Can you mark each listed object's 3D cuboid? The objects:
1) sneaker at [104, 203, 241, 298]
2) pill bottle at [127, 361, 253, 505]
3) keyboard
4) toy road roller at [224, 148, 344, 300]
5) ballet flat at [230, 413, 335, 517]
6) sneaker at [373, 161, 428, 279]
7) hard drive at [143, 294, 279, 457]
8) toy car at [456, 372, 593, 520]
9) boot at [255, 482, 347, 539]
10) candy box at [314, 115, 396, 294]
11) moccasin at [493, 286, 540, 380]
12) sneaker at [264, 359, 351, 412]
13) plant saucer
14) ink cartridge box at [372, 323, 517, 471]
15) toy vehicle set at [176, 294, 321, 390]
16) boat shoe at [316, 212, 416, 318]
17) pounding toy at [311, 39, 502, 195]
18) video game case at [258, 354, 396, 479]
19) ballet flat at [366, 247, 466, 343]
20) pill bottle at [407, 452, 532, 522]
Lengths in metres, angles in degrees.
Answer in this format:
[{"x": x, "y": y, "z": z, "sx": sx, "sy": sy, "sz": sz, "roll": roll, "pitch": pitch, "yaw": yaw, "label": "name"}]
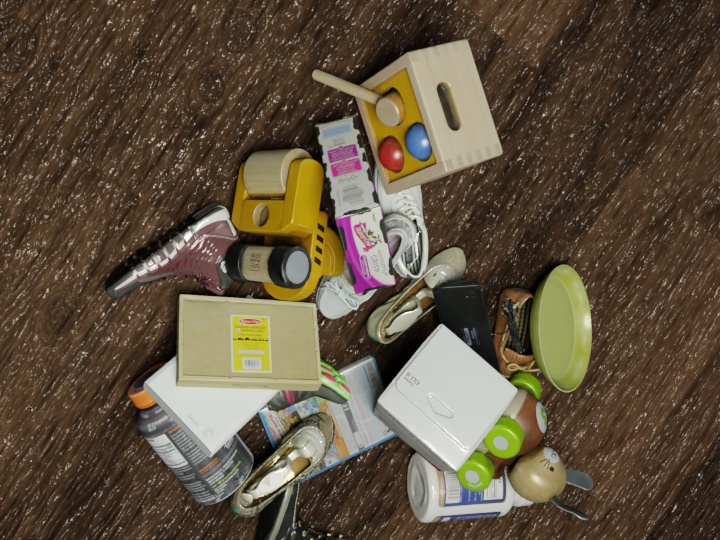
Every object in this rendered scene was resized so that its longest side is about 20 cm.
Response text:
[{"x": -0.245, "y": 0.006, "z": 1.074, "sx": 0.199, "sy": 0.076, "sz": 0.116, "roll": -35, "pitch": 113, "yaw": -7, "label": "sneaker"}, {"x": -0.247, "y": 0.229, "z": 1.108, "sx": 0.106, "sy": 0.106, "sz": 0.201, "roll": -34, "pitch": 110, "yaw": -7, "label": "pill bottle"}, {"x": 0.190, "y": 0.095, "z": 1.186, "sx": 0.125, "sy": 0.021, "sz": 0.202, "roll": -4, "pitch": 127, "yaw": 21, "label": "keyboard"}, {"x": -0.093, "y": -0.059, "z": 1.079, "sx": 0.145, "sy": 0.122, "sz": 0.203, "roll": 9, "pitch": 87, "yaw": -50, "label": "toy road roller"}, {"x": -0.106, "y": 0.286, "z": 1.135, "sx": 0.199, "sy": 0.075, "sz": 0.068, "roll": -39, "pitch": 87, "yaw": -22, "label": "ballet flat"}, {"x": 0.069, "y": -0.084, "z": 1.148, "sx": 0.072, "sy": 0.071, "sz": 0.203, "roll": -17, "pitch": 105, "yaw": -12, "label": "sneaker"}, {"x": -0.181, "y": 0.141, "z": 1.073, "sx": 0.132, "sy": 0.026, "sz": 0.200, "roll": 43, "pitch": 55, "yaw": 7, "label": "hard drive"}, {"x": 0.270, "y": 0.288, "z": 1.173, "sx": 0.199, "sy": 0.164, "sz": 0.159, "roll": 36, "pitch": 121, "yaw": 7, "label": "toy car"}, {"x": -0.083, "y": 0.415, "z": 1.224, "sx": 0.152, "sy": 0.073, "sz": 0.206, "roll": 10, "pitch": 104, "yaw": -22, "label": "boot"}, {"x": -0.007, "y": -0.090, "z": 1.020, "sx": 0.060, "sy": 0.201, "sz": 0.137, "roll": -14, "pitch": 135, "yaw": 0, "label": "candy box"}, {"x": 0.256, "y": 0.131, "z": 1.254, "sx": 0.073, "sy": 0.078, "sz": 0.205, "roll": 5, "pitch": 102, "yaw": -20, "label": "moccasin"}, {"x": -0.111, "y": 0.169, "z": 1.158, "sx": 0.197, "sy": 0.077, "sz": 0.085, "roll": 13, "pitch": 105, "yaw": -8, "label": "sneaker"}, {"x": 0.319, "y": 0.093, "z": 1.243, "sx": 0.199, "sy": 0.031, "sz": 0.203, "roll": 5, "pitch": 83, "yaw": -50, "label": "plant saucer"}, {"x": 0.116, "y": 0.192, "z": 1.129, "sx": 0.145, "sy": 0.200, "sz": 0.145, "roll": 40, "pitch": 79, "yaw": 8, "label": "ink cartridge box"}, {"x": -0.154, "y": 0.101, "z": 1.074, "sx": 0.197, "sy": 0.027, "sz": 0.126, "roll": 5, "pitch": 60, "yaw": -18, "label": "toy vehicle set"}, {"x": 0.002, "y": 0.001, "z": 1.121, "sx": 0.074, "sy": 0.065, "sz": 0.202, "roll": 45, "pitch": 115, "yaw": -5, "label": "boat shoe"}, {"x": 0.058, "y": -0.217, "z": 1.053, "sx": 0.141, "sy": 0.183, "sz": 0.203, "roll": -21, "pitch": 94, "yaw": -28, "label": "pounding toy"}, {"x": -0.047, "y": 0.237, "z": 1.219, "sx": 0.198, "sy": 0.018, "sz": 0.145, "roll": -24, "pitch": 109, "yaw": -11, "label": "video game case"}, {"x": 0.096, "y": 0.045, "z": 1.193, "sx": 0.200, "sy": 0.062, "sz": 0.068, "roll": -42, "pitch": 111, "yaw": -4, "label": "ballet flat"}, {"x": 0.184, "y": 0.348, "z": 1.266, "sx": 0.197, "sy": 0.111, "sz": 0.113, "roll": 1, "pitch": 103, "yaw": -17, "label": "pill bottle"}]
